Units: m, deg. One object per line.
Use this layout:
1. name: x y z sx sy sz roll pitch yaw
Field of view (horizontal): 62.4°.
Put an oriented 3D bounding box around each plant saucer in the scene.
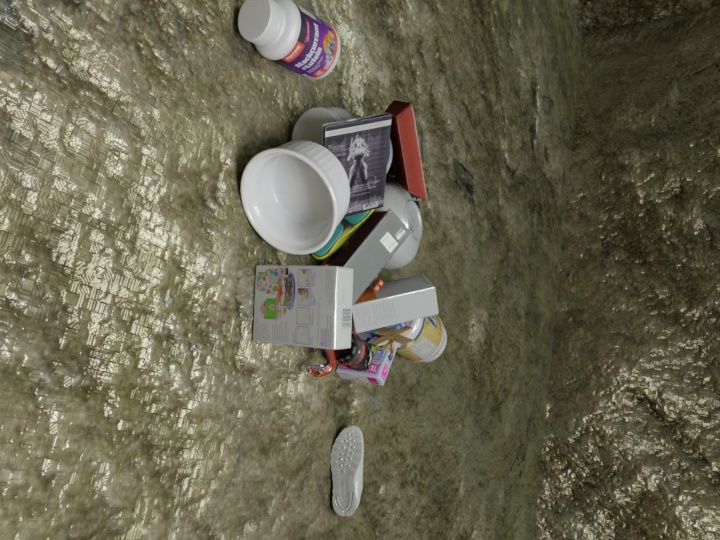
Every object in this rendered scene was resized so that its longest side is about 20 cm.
1. plant saucer: 0.094 -0.268 1.315 0.200 0.036 0.203 -116 -167 -71

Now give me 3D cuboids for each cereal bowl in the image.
1. cereal bowl: 0.089 -0.107 1.372 0.199 0.082 0.204 27 59 -59

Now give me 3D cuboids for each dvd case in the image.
1. dvd case: -0.011 -0.200 1.164 0.147 0.016 0.203 -17 131 -27

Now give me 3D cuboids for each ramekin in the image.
1. ramekin: -0.114 -0.141 1.103 0.098 0.197 0.204 -49 130 -53

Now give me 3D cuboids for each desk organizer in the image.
1. desk organizer: 0.008 -0.031 1.245 0.072 0.077 0.201 44 76 -20

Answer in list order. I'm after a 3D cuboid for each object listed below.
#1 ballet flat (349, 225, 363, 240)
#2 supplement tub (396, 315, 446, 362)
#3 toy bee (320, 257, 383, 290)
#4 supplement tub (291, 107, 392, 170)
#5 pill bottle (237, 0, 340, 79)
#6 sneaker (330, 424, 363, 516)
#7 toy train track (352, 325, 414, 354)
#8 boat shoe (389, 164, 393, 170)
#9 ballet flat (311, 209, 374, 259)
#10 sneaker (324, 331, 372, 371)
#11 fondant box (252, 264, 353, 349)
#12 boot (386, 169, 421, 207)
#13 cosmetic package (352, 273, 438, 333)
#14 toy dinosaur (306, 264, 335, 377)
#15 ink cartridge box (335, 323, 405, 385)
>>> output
1. ballet flat: 0.027 -0.127 1.452 0.200 0.067 0.068 -47 148 -39
2. supplement tub: 0.131 0.152 1.534 0.199 0.142 0.147 36 61 -52
3. toy bee: 0.000 0.000 1.341 0.199 0.109 0.132 -33 161 -34
4. supplement tub: -0.036 -0.258 1.247 0.199 0.142 0.148 -1 91 -57
5. pill bottle: -0.135 -0.447 1.132 0.199 0.110 0.114 1 90 -57
6. sneaker: -0.024 0.459 1.383 0.080 0.075 0.204 9 88 -68
7. toy train track: 0.044 0.149 1.351 0.113 0.198 0.033 -19 113 -38
8. boat shoe: 0.023 -0.225 1.404 0.071 0.089 0.204 37 61 -51
9. ballet flat: -0.032 -0.101 1.287 0.200 0.067 0.067 -47 164 0
10. sneaker: -0.010 0.174 1.266 0.096 0.200 0.072 17 77 -11
11. fondant box: -0.109 0.065 1.106 0.058 0.197 0.148 5 87 -57
12. boot: 0.104 -0.184 1.546 0.154 0.072 0.207 46 46 -50
13. cosmetic package: 0.071 0.075 1.376 0.102 0.196 0.073 -123 -158 -70
14. toy dinosaur: -0.093 0.118 1.192 0.104 0.200 0.183 -29 84 -36
15. ink cartridge box: 0.031 0.167 1.401 0.042 0.117 0.202 60 44 -41
